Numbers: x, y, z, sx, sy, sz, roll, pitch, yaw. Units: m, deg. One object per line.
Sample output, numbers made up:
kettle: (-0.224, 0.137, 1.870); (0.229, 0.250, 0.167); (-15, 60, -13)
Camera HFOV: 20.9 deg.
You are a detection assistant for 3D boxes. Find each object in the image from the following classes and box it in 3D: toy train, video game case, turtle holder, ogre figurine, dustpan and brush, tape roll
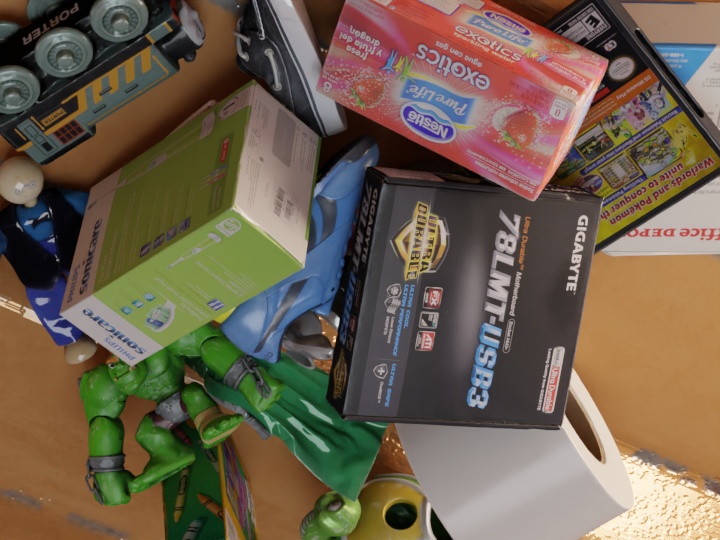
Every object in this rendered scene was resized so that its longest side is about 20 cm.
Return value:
toy train: (-0.219, -0.169, 1.550); (0.199, 0.086, 0.114); (-31, 135, 11)
video game case: (0.177, -0.110, 1.597); (0.199, 0.026, 0.181); (-34, 101, 34)
turtle holder: (0.032, 0.244, 1.826); (0.131, 0.141, 0.186); (-27, 113, 42)
ogre figurine: (-0.173, 0.111, 1.700); (0.098, 0.120, 0.200); (-17, 163, -49)
dustpan and brush: (-0.069, 0.049, 1.656); (0.139, 0.199, 0.058); (38, 67, -28)
tape roll: (0.136, 0.158, 1.751); (0.139, 0.203, 0.203); (-32, 123, 14)

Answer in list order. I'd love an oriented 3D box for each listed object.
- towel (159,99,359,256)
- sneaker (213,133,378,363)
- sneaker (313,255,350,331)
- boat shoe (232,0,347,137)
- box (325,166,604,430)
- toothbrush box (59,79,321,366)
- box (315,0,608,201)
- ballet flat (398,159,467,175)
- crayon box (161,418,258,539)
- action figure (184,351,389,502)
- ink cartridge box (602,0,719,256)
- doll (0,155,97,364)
towel: (-0.096, -0.056, 1.659); (0.199, 0.030, 0.146); (34, 130, -26)
sneaker: (-0.037, -0.016, 1.581); (0.078, 0.066, 0.201); (37, 85, -7)
sneaker: (0.000, 0.000, 1.646); (0.200, 0.071, 0.099); (43, 102, -13)
boat shoe: (-0.071, -0.183, 1.568); (0.067, 0.072, 0.201); (-18, 134, 5)
box: (0.085, 0.025, 1.569); (0.197, 0.050, 0.202); (5, 104, -21)
toothbrush box: (-0.135, -0.036, 1.558); (0.199, 0.146, 0.086); (-29, 127, 31)
box: (0.080, -0.154, 1.538); (0.199, 0.103, 0.095); (27, 124, 8)
ballet flat: (0.091, -0.065, 1.683); (0.198, 0.046, 0.068); (-15, 125, 2)
crayon box: (-0.134, 0.224, 1.756); (0.058, 0.201, 0.119); (-17, 125, 3)
action figure: (-0.072, 0.115, 1.763); (0.199, 0.119, 0.055); (30, 147, -8)
ink cartridge box: (0.272, -0.119, 1.650); (0.145, 0.085, 0.201); (0, 124, -8)
doll: (-0.256, -0.018, 1.664); (0.136, 0.049, 0.201); (-26, 127, -3)
